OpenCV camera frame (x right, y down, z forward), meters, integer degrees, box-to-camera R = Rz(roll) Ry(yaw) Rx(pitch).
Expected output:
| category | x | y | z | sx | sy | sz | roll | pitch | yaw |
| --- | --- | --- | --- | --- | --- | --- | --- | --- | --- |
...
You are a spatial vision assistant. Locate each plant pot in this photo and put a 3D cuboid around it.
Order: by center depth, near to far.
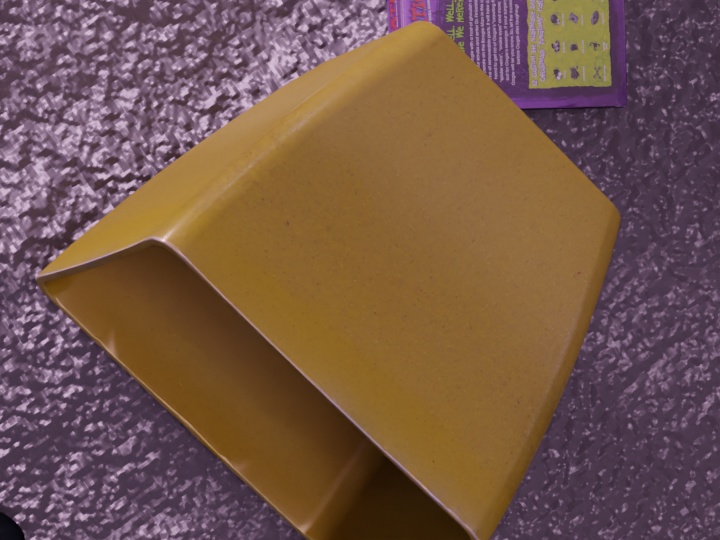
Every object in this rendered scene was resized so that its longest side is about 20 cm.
| category | x | y | z | sx | sy | sz | roll | pitch | yaw |
| --- | --- | --- | --- | --- | --- | --- | --- | --- | --- |
| plant pot | 0.000 | 0.000 | 1.231 | 0.200 | 0.200 | 0.176 | 44 | 70 | -13 |

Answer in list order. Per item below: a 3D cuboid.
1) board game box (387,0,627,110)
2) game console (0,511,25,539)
| category | x | y | z | sx | sy | sz | roll | pitch | yaw |
| --- | --- | --- | --- | --- | --- | --- | --- | --- | --- |
| board game box | 0.071 | -0.179 | 1.316 | 0.120 | 0.032 | 0.200 | -2 | 93 | -19 |
| game console | -0.231 | 0.125 | 1.149 | 0.172 | 0.119 | 0.200 | 25 | 42 | -9 |
